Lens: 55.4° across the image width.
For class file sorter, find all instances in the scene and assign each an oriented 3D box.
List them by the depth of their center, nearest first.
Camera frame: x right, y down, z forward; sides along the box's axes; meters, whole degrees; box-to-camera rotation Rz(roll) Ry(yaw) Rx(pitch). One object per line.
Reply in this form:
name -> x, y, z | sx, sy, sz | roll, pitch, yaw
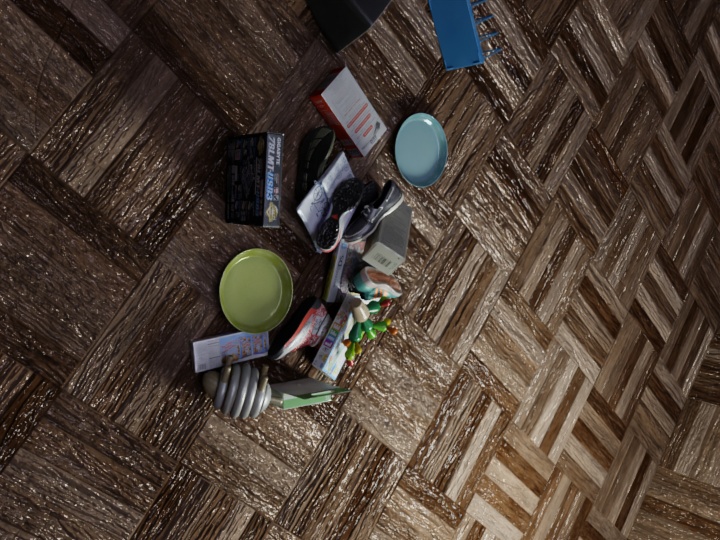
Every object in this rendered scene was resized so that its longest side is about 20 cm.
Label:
file sorter -> 0.300, -0.690, 1.923 | 0.122, 0.137, 0.204 | -32, 114, -32

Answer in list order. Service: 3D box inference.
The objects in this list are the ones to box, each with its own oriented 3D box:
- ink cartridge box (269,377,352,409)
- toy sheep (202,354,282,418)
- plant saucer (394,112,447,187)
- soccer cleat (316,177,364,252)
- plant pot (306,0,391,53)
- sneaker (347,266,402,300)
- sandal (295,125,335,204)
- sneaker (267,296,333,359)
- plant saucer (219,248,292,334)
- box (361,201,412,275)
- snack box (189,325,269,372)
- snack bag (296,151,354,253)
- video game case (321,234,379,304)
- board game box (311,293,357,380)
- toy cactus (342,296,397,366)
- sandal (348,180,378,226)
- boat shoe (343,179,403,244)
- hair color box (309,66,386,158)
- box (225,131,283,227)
ink cartridge box -> -0.130, 0.308, 1.680 | 0.143, 0.198, 0.049 | -3, 96, -36
toy sheep -> -0.276, 0.281, 1.606 | 0.195, 0.138, 0.141 | 18, 84, -9
plant saucer -> 0.166, -0.338, 1.933 | 0.196, 0.027, 0.206 | -6, 99, -37
soccer cleat -> -0.052, -0.139, 1.720 | 0.067, 0.073, 0.204 | 26, 81, 4
plant pot -> -0.026, -0.687, 1.654 | 0.177, 0.199, 0.201 | 41, 72, -19
sneaker -> 0.037, 0.041, 1.817 | 0.198, 0.079, 0.073 | 20, 44, -54
sandal -> -0.113, -0.260, 1.710 | 0.057, 0.078, 0.206 | -12, 121, -67
sneaker -> -0.142, 0.173, 1.728 | 0.109, 0.066, 0.203 | 55, 55, -28
plant saucer -> -0.255, 0.049, 1.652 | 0.196, 0.031, 0.206 | -2, 93, -37
box -> 0.073, -0.099, 1.789 | 0.094, 0.078, 0.203 | 31, 42, -16
snack box -> -0.309, 0.185, 1.638 | 0.196, 0.024, 0.074 | -10, 101, -36
snack bag -> -0.075, -0.167, 1.729 | 0.201, 0.021, 0.190 | -53, 147, -20
video game case -> 0.000, 0.000, 1.825 | 0.196, 0.025, 0.185 | 4, 105, -38
board game box -> -0.050, 0.175, 1.781 | 0.203, 0.034, 0.135 | -63, 160, -12
toy cactus -> 0.014, 0.135, 1.737 | 0.200, 0.101, 0.166 | -46, 143, -17
sandal -> -0.008, -0.145, 1.793 | 0.074, 0.045, 0.204 | -7, 127, -39
boat shoe -> 0.024, -0.151, 1.732 | 0.199, 0.072, 0.063 | -43, 131, -12
hair color box -> -0.030, -0.402, 1.754 | 0.112, 0.063, 0.201 | -51, 121, -22
box -> -0.241, -0.202, 1.533 | 0.049, 0.196, 0.206 | -1, 96, -37
